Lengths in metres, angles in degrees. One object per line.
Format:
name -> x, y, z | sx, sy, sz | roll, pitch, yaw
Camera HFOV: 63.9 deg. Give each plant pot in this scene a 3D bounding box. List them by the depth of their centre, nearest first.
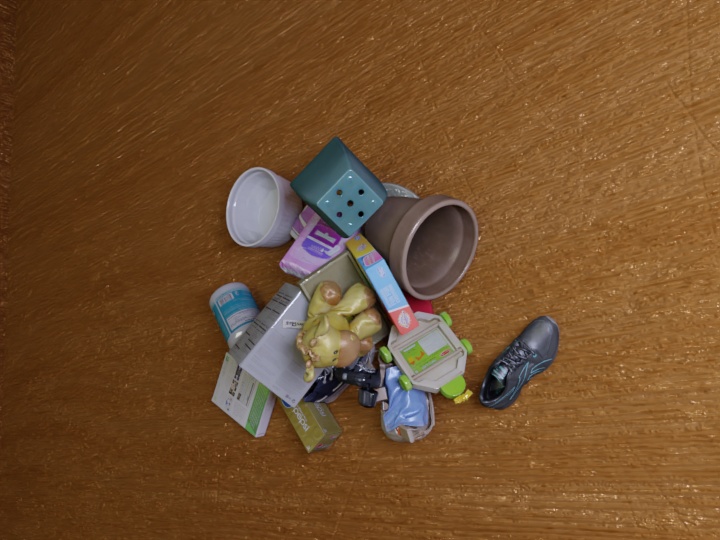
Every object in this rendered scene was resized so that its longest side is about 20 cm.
plant pot -> -0.036, -0.150, 1.119 | 0.141, 0.141, 0.200 | -44, 20, 7
plant pot -> 0.103, -0.067, 1.134 | 0.174, 0.200, 0.201 | 32, 104, 47

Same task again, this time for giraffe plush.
giraffe plush -> -0.056, 0.122, 1.087 | 0.199, 0.162, 0.174 | -13, 106, 2

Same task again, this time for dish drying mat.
dish drying mat -> 0.111, 0.061, 1.211 | 0.077, 0.018, 0.201 | -23, 70, 33

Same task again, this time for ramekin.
ramekin -> -0.238, -0.151, 1.466 | 0.199, 0.105, 0.201 | -7, 79, 37

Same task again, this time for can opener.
can opener -> -0.014, 0.211, 1.127 | 0.200, 0.063, 0.079 | -1, 69, 71

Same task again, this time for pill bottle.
pill bottle -> -0.301, 0.136, 1.470 | 0.111, 0.111, 0.200 | -47, 58, 23

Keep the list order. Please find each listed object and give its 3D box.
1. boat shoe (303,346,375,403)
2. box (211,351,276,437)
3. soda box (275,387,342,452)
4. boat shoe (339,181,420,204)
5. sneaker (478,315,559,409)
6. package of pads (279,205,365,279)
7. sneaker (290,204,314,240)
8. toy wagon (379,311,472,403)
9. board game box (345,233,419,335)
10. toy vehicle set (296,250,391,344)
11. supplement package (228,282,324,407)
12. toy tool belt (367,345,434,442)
boat shoe -> -0.054, 0.222, 1.271 | 0.200, 0.093, 0.075 | -53, 56, 20
box -> -0.298, 0.316, 1.492 | 0.199, 0.036, 0.145 | 25, 99, 39
soda box -> -0.128, 0.316, 1.336 | 0.068, 0.064, 0.200 | -51, 57, 21
boat shoe -> 0.051, -0.160, 1.263 | 0.199, 0.062, 0.075 | 17, 108, 24
sneaker -> 0.279, 0.168, 1.023 | 0.075, 0.079, 0.201 | 39, 106, 35
package of pads -> -0.074, -0.056, 1.271 | 0.120, 0.076, 0.200 | 28, 72, 16
sneaker -> -0.085, -0.090, 1.357 | 0.200, 0.072, 0.115 | 41, 106, 35
toy wagon -> 0.138, 0.173, 1.106 | 0.155, 0.040, 0.200 | -27, 61, -16
board game box -> 0.039, 0.022, 1.139 | 0.040, 0.153, 0.200 | -30, 20, -2
toy vehicle set -> -0.029, 0.076, 1.196 | 0.201, 0.124, 0.026 | 61, 165, -14
supplement package -> -0.154, 0.155, 1.250 | 0.200, 0.152, 0.151 | -51, 19, -11
toy tool belt -> 0.076, 0.238, 1.138 | 0.124, 0.123, 0.201 | -15, 72, 0
